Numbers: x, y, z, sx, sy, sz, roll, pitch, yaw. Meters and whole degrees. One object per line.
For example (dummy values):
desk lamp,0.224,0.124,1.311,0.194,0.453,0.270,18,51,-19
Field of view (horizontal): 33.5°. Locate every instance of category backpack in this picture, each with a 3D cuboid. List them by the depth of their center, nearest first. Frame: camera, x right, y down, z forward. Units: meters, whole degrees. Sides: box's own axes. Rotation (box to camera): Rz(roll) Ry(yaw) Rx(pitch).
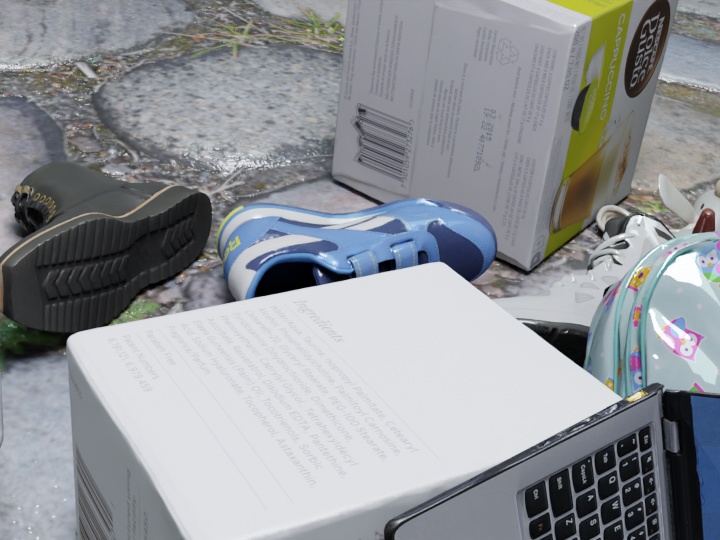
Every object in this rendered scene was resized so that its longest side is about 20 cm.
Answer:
backpack,0.184,0.084,0.609,0.164,0.127,0.203,6,74,-10

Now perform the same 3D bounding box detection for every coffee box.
coffee box,0.118,-0.157,0.975,0.198,0.202,0.197,26,36,28

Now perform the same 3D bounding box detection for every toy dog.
toy dog,0.259,-0.030,0.905,0.130,0.097,0.201,8,32,-1

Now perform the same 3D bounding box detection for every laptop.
laptop,0.133,0.153,0.445,0.198,0.190,0.116,-22,26,-22

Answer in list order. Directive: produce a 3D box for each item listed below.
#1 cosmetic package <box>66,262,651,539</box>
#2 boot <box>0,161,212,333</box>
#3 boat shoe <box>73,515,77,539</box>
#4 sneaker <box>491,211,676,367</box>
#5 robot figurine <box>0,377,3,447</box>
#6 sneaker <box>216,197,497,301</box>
cosmetic package,-0.009,0.116,0.526,0.198,0.170,0.166,-11,29,-27
boot,-0.213,-0.023,0.820,0.137,0.079,0.199,18,19,23
boat shoe,-0.096,0.082,0.667,0.071,0.072,0.201,13,31,8
sneaker,0.150,0.019,0.795,0.198,0.076,0.117,6,52,-20
robot figurine,-0.257,0.088,0.581,0.168,0.114,0.201,-19,36,-5
sneaker,0.000,0.000,0.826,0.197,0.075,0.083,-4,34,-5
